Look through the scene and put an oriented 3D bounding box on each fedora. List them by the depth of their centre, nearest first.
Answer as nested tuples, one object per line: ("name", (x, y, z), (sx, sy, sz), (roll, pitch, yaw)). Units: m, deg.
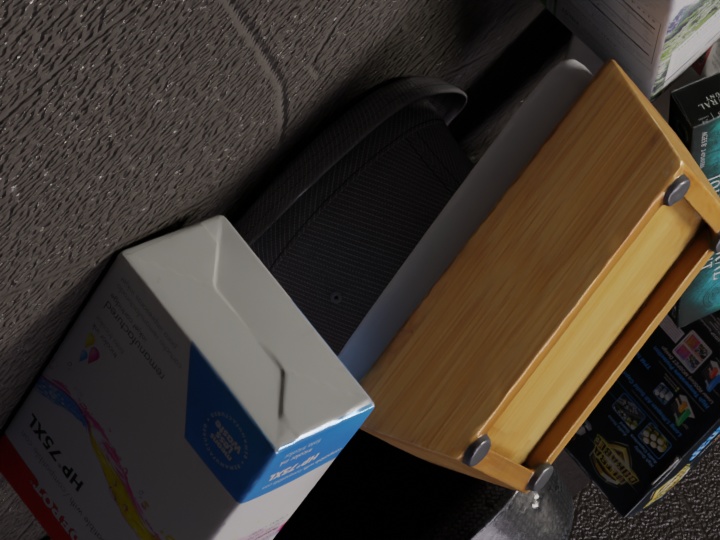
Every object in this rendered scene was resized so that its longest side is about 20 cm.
("fedora", (0.000, 0.000, 1.406), (0.177, 0.090, 0.200), (-28, 162, -52))
("fedora", (0.037, 0.136, 1.503), (0.200, 0.092, 0.201), (-36, -156, 19))

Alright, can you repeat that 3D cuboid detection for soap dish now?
("soap dish", (0.084, 0.010, 1.350), (0.200, 0.081, 0.157), (-52, 159, 1))

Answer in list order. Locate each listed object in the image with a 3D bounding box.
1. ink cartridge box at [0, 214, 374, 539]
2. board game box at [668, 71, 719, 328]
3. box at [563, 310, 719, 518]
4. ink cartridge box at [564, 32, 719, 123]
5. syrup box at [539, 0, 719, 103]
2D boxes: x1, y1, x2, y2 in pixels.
("ink cartridge box", (-0.091, 0.084, 1.324), (0.067, 0.116, 0.200), (-24, 158, -44))
("board game box", (0.220, -0.053, 1.506), (0.135, 0.028, 0.200), (-23, 152, -9))
("box", (0.146, 0.017, 1.699), (0.046, 0.200, 0.159), (-18, 153, -55))
("ink cartridge box", (0.128, -0.050, 1.525), (0.116, 0.067, 0.201), (21, 88, -77))
("syrup box", (0.139, -0.155, 1.345), (0.079, 0.081, 0.200), (-44, 169, -8))
